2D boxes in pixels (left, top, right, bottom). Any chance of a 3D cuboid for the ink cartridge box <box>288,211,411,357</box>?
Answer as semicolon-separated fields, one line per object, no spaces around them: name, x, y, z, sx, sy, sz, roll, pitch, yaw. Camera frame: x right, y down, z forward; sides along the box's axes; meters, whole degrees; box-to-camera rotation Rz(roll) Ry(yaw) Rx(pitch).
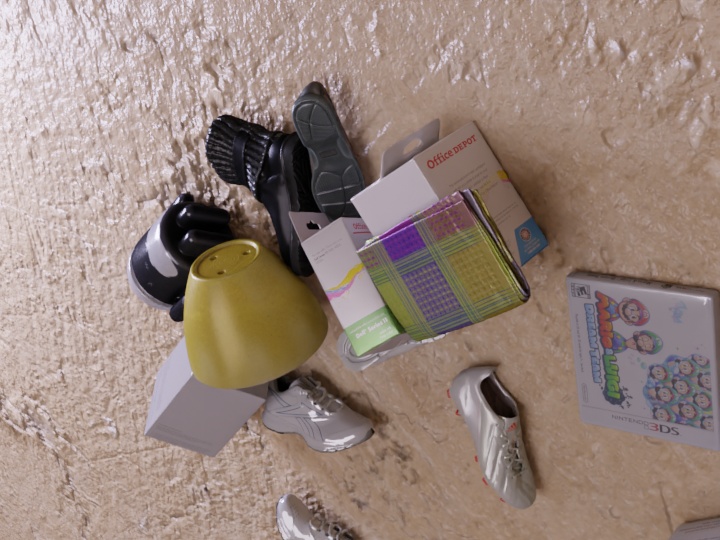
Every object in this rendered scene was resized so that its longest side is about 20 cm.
ink cartridge box;0.000;0.000;1.580;0.067;0.117;0.200;-31;80;21

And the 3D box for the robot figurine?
robot figurine;-0.257;-0.021;1.843;0.125;0.150;0.200;42;137;-8

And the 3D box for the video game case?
video game case;0.331;0.104;1.481;0.182;0.024;0.201;9;119;37

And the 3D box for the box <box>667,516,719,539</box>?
box;0.450;0.399;1.443;0.200;0.171;0.199;-25;97;45

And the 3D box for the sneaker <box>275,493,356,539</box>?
sneaker;-0.050;0.419;1.970;0.200;0.075;0.087;49;124;-2

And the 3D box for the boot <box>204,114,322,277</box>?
boot;-0.124;-0.102;1.712;0.157;0.079;0.212;12;116;33

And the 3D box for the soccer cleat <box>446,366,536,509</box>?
soccer cleat;0.182;0.217;1.645;0.077;0.069;0.200;-24;95;42

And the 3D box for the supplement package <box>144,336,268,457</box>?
supplement package;-0.224;0.171;1.894;0.119;0.122;0.200;21;140;-18

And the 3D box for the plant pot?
plant pot;-0.158;0.043;1.721;0.200;0.200;0.142;7;127;38

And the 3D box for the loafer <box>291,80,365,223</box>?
loafer;-0.033;-0.149;1.630;0.072;0.063;0.200;-7;127;15

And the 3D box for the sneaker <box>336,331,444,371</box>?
sneaker;0.065;0.069;1.660;0.200;0.080;0.077;-24;78;26

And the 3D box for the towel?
towel;0.094;-0.001;1.442;0.200;0.023;0.144;-27;96;47

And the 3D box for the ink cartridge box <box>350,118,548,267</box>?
ink cartridge box;0.099;-0.068;1.506;0.125;0.128;0.200;-30;92;46

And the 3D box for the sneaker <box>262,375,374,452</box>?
sneaker;-0.068;0.202;1.837;0.200;0.074;0.087;13;117;35
